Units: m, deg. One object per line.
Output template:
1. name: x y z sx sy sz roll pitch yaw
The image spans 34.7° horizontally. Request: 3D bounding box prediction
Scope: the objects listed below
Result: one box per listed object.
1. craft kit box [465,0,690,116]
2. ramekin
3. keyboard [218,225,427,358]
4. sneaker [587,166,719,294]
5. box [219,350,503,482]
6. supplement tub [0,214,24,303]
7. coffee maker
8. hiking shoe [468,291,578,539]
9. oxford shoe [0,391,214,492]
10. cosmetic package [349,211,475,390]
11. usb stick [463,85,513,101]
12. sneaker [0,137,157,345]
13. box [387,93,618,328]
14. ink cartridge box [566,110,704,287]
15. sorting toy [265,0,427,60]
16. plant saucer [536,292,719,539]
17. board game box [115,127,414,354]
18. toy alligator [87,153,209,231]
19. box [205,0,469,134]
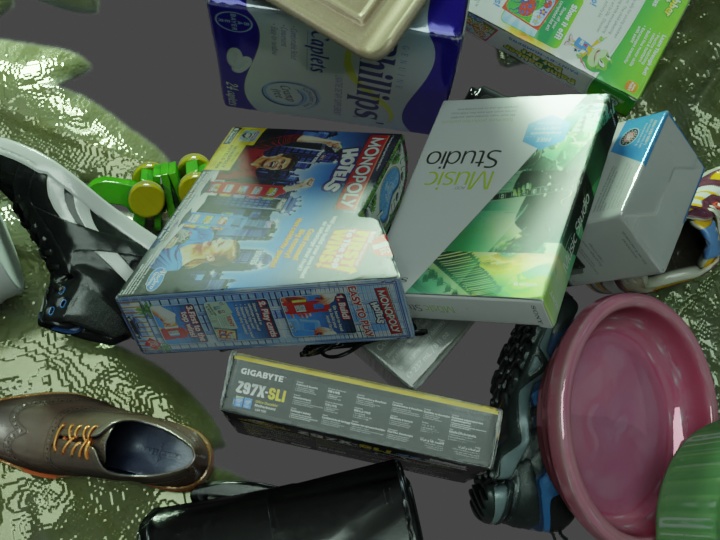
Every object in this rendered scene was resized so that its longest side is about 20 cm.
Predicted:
1. craft kit box: 0.204 -0.273 1.055 0.197 0.049 0.200 28 76 8
2. ramekin: 0.320 0.199 0.877 0.199 0.098 0.201 6 78 -28
3. keyboard: -0.022 0.027 0.898 0.199 0.040 0.104 -14 55 -2
4. sneaker: 0.284 -0.031 0.954 0.200 0.090 0.075 -29 102 -17
5. box: -0.002 0.116 0.886 0.199 0.160 0.049 12 75 2
6. supplement tub: -0.387 -0.002 0.917 0.200 0.132 0.132 -24 78 -7
7. coffee maker: -0.051 0.221 0.840 0.199 0.192 0.135 -12 89 -3
8. hiking shoe: 0.152 0.116 0.946 0.086 0.074 0.201 18 83 -9
9. oxford shoe: -0.218 0.131 0.918 0.199 0.073 0.072 7 76 0
10. cosmetic package: 0.000 0.000 0.955 0.200 0.090 0.107 40 81 5
11. usb stick: 0.178 -0.101 1.015 0.200 0.033 0.056 26 83 4
12. sneaker: -0.250 -0.015 0.940 0.200 0.073 0.112 34 70 -4
13. box: 0.100 -0.050 0.866 0.144 0.036 0.200 2 54 31
14. ink cartridge box: 0.163 -0.048 0.936 0.068 0.200 0.116 48 55 -26
15. sorting toy: -0.018 -0.267 0.864 0.200 0.036 0.185 31 75 11
16. plant saucer: 0.207 0.119 0.909 0.200 0.051 0.201 6 80 -39
17. board game box: -0.041 -0.019 0.840 0.199 0.062 0.200 7 46 24
18. toy alligator: -0.131 -0.067 0.986 0.199 0.059 0.054 -10 116 -4
19. box: -0.016 -0.207 0.956 0.199 0.184 0.105 7 73 0
